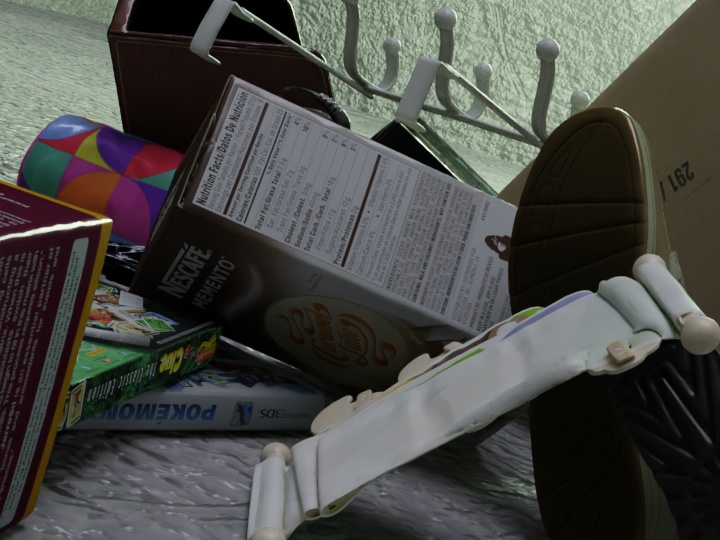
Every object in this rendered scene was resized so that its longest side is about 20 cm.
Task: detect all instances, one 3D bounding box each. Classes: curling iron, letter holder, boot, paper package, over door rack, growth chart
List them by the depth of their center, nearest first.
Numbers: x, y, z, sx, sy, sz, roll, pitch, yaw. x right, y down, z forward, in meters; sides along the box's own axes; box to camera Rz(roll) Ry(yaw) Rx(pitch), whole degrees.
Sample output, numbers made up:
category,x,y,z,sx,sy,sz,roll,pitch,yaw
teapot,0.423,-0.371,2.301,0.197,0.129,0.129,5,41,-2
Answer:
category,x,y,z,sx,sy,sz,roll,pitch,yaw
growth chart,0.038,0.047,0.634,0.018,0.200,0.145,60,12,-9
boot,0.193,0.092,0.688,0.200,0.072,0.182,17,49,-54
boot,0.143,0.034,0.768,0.072,0.201,0.154,-11,-14,42
paper package,0.198,-0.024,0.895,0.103,0.200,0.191,8,48,-43
over door rack,0.027,-0.118,0.926,0.147,0.067,0.200,20,9,30
curling iron,-0.036,-0.054,1.044,0.049,0.026,0.200,28,-25,9
letter holder,-0.076,-0.111,1.095,0.142,0.200,0.101,7,53,5

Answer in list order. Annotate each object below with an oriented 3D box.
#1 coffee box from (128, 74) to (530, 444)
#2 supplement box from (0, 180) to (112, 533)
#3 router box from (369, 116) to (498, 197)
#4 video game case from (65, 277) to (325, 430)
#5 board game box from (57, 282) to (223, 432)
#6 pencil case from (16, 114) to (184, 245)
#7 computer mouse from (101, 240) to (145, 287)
category,x,y,z,sx,sy,sz,roll,pitch,yaw
coffee box,0.000,0.000,0.816,0.199,0.080,0.114,24,-29,-9
supplement box,-0.155,0.030,0.470,0.085,0.111,0.200,18,9,10
router box,0.075,-0.010,1.036,0.200,0.062,0.150,44,10,-1
video game case,-0.145,0.030,0.779,0.200,0.022,0.182,23,11,40
board game box,-0.134,0.027,0.673,0.104,0.024,0.200,20,9,11
pencil case,-0.112,-0.033,1.028,0.199,0.089,0.088,20,9,17
computer mouse,-0.058,0.028,0.891,0.199,0.034,0.059,20,16,-5
